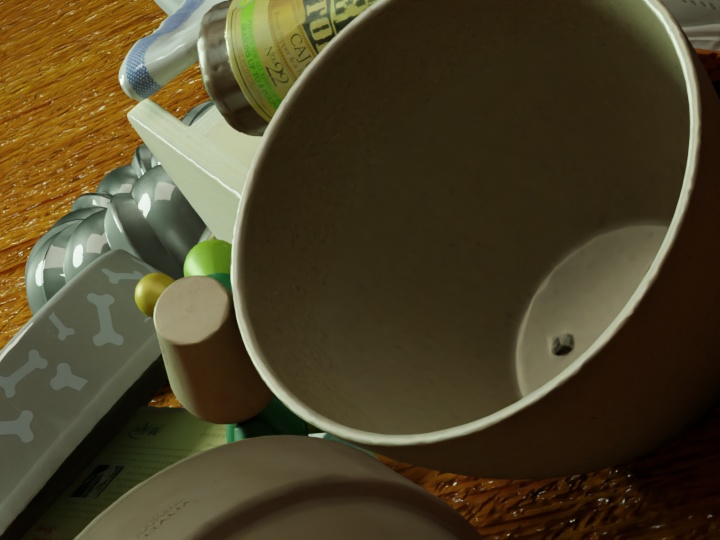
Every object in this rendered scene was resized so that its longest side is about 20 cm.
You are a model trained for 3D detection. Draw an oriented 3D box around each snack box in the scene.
[{"bbox_3d":[-0.085,0.117,1.222,0.116,0.037,0.200,-48,22,-23],"label":"snack box"}]

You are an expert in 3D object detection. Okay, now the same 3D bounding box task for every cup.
[{"bbox_3d":[0.071,-0.001,1.009,0.199,0.143,0.202,-17,57,28],"label":"cup"}]

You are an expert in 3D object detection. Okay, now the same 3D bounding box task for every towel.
[{"bbox_3d":[-0.021,-0.154,1.228,0.199,0.024,0.147,-34,10,20],"label":"towel"}]

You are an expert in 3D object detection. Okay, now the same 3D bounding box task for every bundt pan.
[{"bbox_3d":[-0.107,-0.027,1.471,0.201,0.076,0.202,-38,10,8],"label":"bundt pan"}]

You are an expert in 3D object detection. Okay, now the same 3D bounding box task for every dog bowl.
[{"bbox_3d":[-0.154,0.073,1.282,0.200,0.059,0.200,-50,-1,-2],"label":"dog bowl"}]

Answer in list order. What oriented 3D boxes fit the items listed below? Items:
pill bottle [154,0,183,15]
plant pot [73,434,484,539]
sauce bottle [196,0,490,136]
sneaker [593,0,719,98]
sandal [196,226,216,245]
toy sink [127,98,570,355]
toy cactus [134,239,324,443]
[{"bbox_3d":[-0.074,-0.272,1.910,0.200,0.120,0.120,-42,20,-10],"label":"pill bottle"},{"bbox_3d":[0.009,0.168,0.771,0.200,0.201,0.173,-46,37,-19],"label":"plant pot"},{"bbox_3d":[0.025,-0.110,1.078,0.199,0.065,0.065,-19,27,33],"label":"sauce bottle"},{"bbox_3d":[0.172,-0.121,1.082,0.199,0.093,0.076,-7,-8,-32],"label":"sneaker"},{"bbox_3d":[-0.007,-0.023,1.361,0.199,0.082,0.055,-34,41,-7],"label":"sandal"},{"bbox_3d":[0.006,-0.034,1.187,0.112,0.131,0.200,-42,34,-9],"label":"toy sink"},{"bbox_3d":[-0.053,0.055,1.068,0.101,0.165,0.201,-12,57,9],"label":"toy cactus"}]
